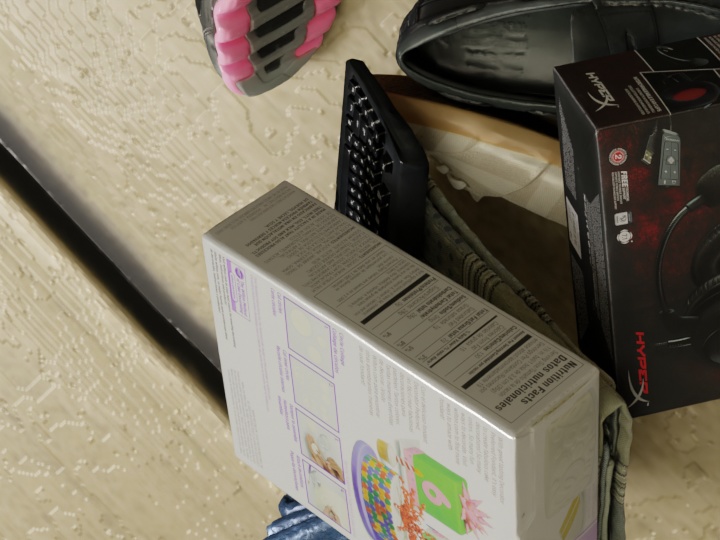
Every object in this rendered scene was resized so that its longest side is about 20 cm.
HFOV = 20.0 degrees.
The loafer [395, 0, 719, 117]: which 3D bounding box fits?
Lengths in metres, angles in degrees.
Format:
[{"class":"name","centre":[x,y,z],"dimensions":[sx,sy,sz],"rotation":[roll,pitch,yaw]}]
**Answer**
[{"class":"loafer","centre":[0.114,-0.100,0.964],"dimensions":[0.198,0.070,0.069],"rotation":[5,116,16]}]

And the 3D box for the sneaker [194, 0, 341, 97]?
[{"class":"sneaker","centre":[-0.065,-0.184,1.003],"dimensions":[0.095,0.079,0.202],"rotation":[35,139,42]}]

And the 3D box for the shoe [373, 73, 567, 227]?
[{"class":"shoe","centre":[0.083,-0.047,1.000],"dimensions":[0.198,0.070,0.054],"rotation":[19,105,9]}]

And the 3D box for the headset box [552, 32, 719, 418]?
[{"class":"headset box","centre":[0.195,-0.032,0.920],"dimensions":[0.198,0.075,0.150],"rotation":[-11,119,-6]}]

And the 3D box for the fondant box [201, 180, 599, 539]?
[{"class":"fondant box","centre":[0.018,0.067,0.940],"dimensions":[0.199,0.058,0.145],"rotation":[33,143,36]}]

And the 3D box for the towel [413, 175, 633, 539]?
[{"class":"towel","centre":[0.072,0.070,1.001],"dimensions":[0.200,0.034,0.194],"rotation":[51,153,40]}]

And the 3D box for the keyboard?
[{"class":"keyboard","centre":[0.000,0.000,1.012],"dimensions":[0.104,0.039,0.201],"rotation":[55,156,35]}]

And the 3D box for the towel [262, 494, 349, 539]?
[{"class":"towel","centre":[0.033,0.206,1.156],"dimensions":[0.111,0.049,0.201],"rotation":[-22,104,27]}]
